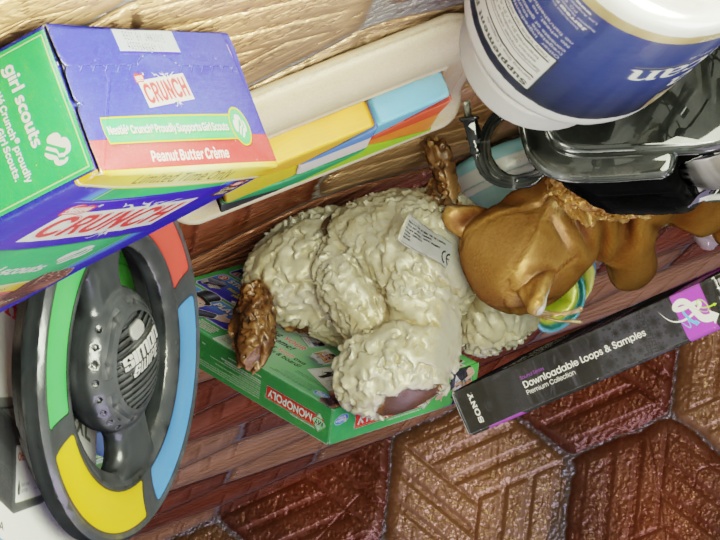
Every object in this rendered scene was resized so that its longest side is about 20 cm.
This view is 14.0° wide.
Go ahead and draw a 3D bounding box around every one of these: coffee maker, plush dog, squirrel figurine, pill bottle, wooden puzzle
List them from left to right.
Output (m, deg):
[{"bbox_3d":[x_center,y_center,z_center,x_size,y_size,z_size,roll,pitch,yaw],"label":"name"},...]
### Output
[{"bbox_3d":[-0.021,-0.074,1.607,0.185,0.037,0.200,-22,172,-5],"label":"wooden puzzle"},{"bbox_3d":[0.000,0.000,1.895,0.172,0.161,0.200,-5,-165,33],"label":"plush dog"},{"bbox_3d":[0.144,-0.057,1.812,0.187,0.142,0.200,-30,158,-19],"label":"squirrel figurine"},{"bbox_3d":[0.112,-0.131,1.329,0.111,0.111,0.200,-20,172,-19],"label":"pill bottle"},{"bbox_3d":[0.140,-0.088,1.593,0.192,0.135,0.200,-28,169,10],"label":"coffee maker"}]

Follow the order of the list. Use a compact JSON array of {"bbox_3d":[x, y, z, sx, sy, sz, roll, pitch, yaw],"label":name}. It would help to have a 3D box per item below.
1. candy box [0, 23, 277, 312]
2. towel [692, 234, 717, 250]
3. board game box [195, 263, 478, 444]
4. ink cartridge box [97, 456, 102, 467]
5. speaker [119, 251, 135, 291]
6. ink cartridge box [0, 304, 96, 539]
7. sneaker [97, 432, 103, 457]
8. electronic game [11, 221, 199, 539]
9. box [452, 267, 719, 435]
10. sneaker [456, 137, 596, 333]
[{"bbox_3d":[-0.163,-0.036,1.317,0.200,0.077,0.169,-27,170,24],"label":"candy box"},{"bbox_3d":[0.302,-0.110,1.966,0.191,0.032,0.200,-22,142,-4],"label":"towel"},{"bbox_3d":[-0.038,0.050,1.958,0.135,0.029,0.200,-15,-148,-41],"label":"board game box"},{"bbox_3d":[-0.281,0.145,2.175,0.200,0.084,0.145,-22,172,-8],"label":"ink cartridge box"},{"bbox_3d":[-0.195,0.042,1.728,0.200,0.088,0.088,-29,170,39],"label":"speaker"},{"bbox_3d":[-0.207,0.110,1.563,0.084,0.200,0.145,-12,153,20],"label":"ink cartridge box"},{"bbox_3d":[-0.148,0.095,1.981,0.070,0.078,0.200,-21,-163,8],"label":"sneaker"},{"bbox_3d":[-0.132,0.047,1.569,0.042,0.200,0.200,2,-178,21],"label":"electronic game"},{"bbox_3d":[0.172,0.041,1.853,0.200,0.036,0.143,-27,177,29],"label":"box"},{"bbox_3d":[0.096,-0.008,2.042,0.080,0.131,0.200,-21,173,-20],"label":"sneaker"}]
